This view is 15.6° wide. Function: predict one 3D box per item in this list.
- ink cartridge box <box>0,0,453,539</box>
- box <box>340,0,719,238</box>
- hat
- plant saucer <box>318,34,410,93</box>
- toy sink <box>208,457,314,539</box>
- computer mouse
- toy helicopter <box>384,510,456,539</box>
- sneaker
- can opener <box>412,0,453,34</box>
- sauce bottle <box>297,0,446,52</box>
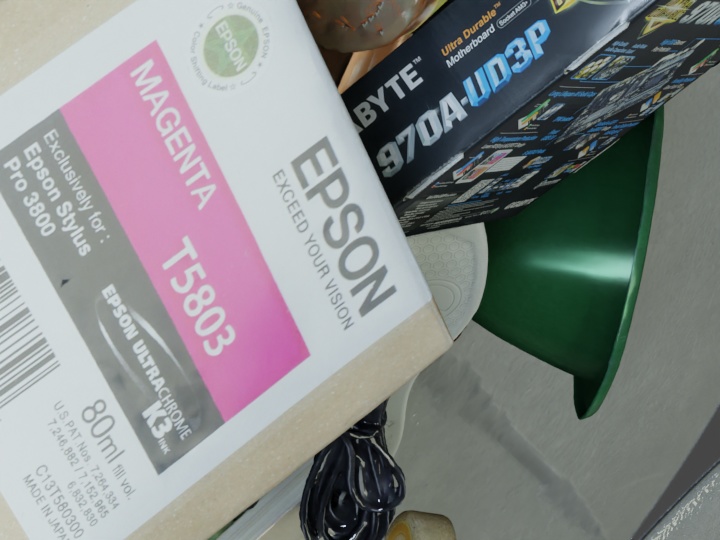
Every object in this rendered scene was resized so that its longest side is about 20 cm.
[{"bbox_3d":[-0.082,-0.014,0.786,0.165,0.075,0.200,-37,126,-15],"label":"ink cartridge box"},{"bbox_3d":[0.074,-0.076,0.953,0.159,0.046,0.200,-38,171,20],"label":"box"},{"bbox_3d":[0.043,-0.020,1.268,0.200,0.175,0.166,-80,-178,-48],"label":"hat"},{"bbox_3d":[-0.015,-0.075,1.025,0.200,0.037,0.201,23,90,-86],"label":"plant saucer"},{"bbox_3d":[-0.082,0.134,1.167,0.130,0.112,0.200,-42,156,-16],"label":"toy sink"},{"bbox_3d":[-0.082,0.061,1.009,0.199,0.053,0.139,-6,136,-11],"label":"computer mouse"},{"bbox_3d":[-0.002,0.185,1.122,0.079,0.132,0.201,14,114,-16],"label":"toy helicopter"},{"bbox_3d":[0.000,0.000,1.129,0.070,0.100,0.200,0,145,-16],"label":"sneaker"},{"bbox_3d":[0.079,-0.173,1.055,0.067,0.053,0.201,80,35,-82],"label":"can opener"},{"bbox_3d":[0.032,-0.137,0.910,0.200,0.066,0.066,-44,157,-54],"label":"sauce bottle"}]
